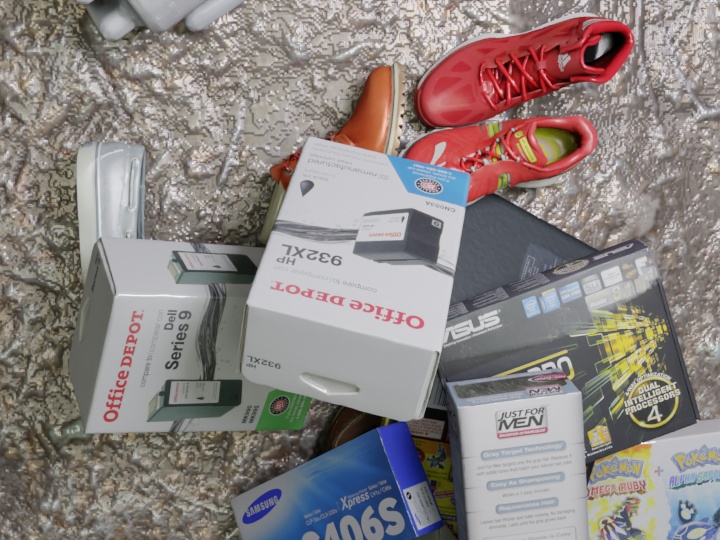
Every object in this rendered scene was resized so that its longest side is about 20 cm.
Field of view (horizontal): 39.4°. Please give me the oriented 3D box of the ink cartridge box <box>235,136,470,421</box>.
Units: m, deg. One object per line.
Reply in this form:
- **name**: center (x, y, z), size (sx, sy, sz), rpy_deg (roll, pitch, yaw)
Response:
- **ink cartridge box**: center (0.000, 0.000, 0.781), size (0.143, 0.201, 0.084), rpy_deg (14, 135, 2)

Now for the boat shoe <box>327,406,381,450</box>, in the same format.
- **boat shoe**: center (0.060, 0.121, 0.941), size (0.199, 0.074, 0.076), rpy_deg (-33, 103, -2)

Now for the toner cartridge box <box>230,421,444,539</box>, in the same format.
- **toner cartridge box**: center (-0.026, 0.214, 0.890), size (0.199, 0.043, 0.096), rpy_deg (-32, 71, 35)

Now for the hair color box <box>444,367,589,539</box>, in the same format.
- **hair color box**: center (0.128, 0.188, 0.809), size (0.098, 0.061, 0.203), rpy_deg (-7, 104, -3)

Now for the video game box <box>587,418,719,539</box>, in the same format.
- **video game box**: center (0.304, 0.249, 1.007), size (0.197, 0.047, 0.185), rpy_deg (-7, 97, -6)

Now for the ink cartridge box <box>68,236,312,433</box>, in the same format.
- **ink cartridge box**: center (-0.133, 0.059, 0.850), size (0.198, 0.084, 0.147), rpy_deg (3, 123, -28)

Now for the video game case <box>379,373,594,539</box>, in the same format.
- **video game case**: center (0.110, 0.170, 0.905), size (0.197, 0.026, 0.183), rpy_deg (10, 107, -7)

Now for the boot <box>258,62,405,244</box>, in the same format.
- **boot**: center (-0.023, -0.099, 0.901), size (0.106, 0.075, 0.202), rpy_deg (19, 97, -5)

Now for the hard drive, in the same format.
- **hard drive**: center (0.142, 0.012, 0.925), size (0.198, 0.033, 0.141), rpy_deg (27, 64, -11)

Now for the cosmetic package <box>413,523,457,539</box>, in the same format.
- **cosmetic package**: center (0.017, 0.324, 0.918), size (0.198, 0.091, 0.107), rpy_deg (-26, 120, 22)

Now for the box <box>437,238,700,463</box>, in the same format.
- **box**: center (0.167, 0.083, 0.843), size (0.198, 0.049, 0.163), rpy_deg (-19, 101, 1)

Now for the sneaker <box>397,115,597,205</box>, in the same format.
- **sneaker**: center (0.122, -0.105, 0.887), size (0.198, 0.085, 0.078), rpy_deg (-17, 87, -24)

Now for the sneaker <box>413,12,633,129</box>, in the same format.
- **sneaker**: center (0.146, -0.182, 0.885), size (0.198, 0.116, 0.079), rpy_deg (-26, 101, -3)

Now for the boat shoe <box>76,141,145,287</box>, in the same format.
- **boat shoe**: center (-0.207, -0.013, 0.889), size (0.070, 0.070, 0.204), rpy_deg (-4, 98, -5)

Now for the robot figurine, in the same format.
- **robot figurine**: center (-0.153, -0.278, 0.835), size (0.199, 0.113, 0.170), rpy_deg (-37, 140, 0)
